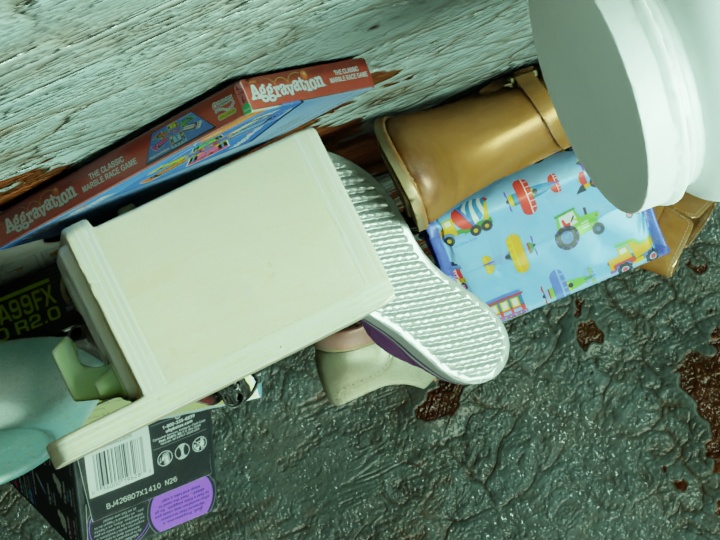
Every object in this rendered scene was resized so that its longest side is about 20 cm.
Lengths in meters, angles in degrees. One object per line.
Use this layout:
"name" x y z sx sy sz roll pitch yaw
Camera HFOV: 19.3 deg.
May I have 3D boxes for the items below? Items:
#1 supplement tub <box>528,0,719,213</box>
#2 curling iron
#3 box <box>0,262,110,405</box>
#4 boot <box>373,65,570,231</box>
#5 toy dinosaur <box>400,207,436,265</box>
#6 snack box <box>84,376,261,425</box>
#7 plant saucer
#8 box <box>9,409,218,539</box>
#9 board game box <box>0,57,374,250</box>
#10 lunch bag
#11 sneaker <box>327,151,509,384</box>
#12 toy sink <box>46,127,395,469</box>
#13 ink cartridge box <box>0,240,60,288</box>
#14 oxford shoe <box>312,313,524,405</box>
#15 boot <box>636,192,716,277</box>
"supplement tub" 0.190 -0.116 0.945 0.200 0.145 0.145 -21 176 -10
"curling iron" -0.121 0.054 1.304 0.050 0.026 0.200 -49 151 11
"box" -0.175 0.042 1.312 0.200 0.044 0.160 -23 162 2
"boot" 0.098 -0.088 1.347 0.155 0.077 0.200 -21 179 14
"toy dinosaur" 0.011 -0.010 1.698 0.135 0.200 0.102 -2 144 4
"snack box" -0.177 0.058 1.455 0.200 0.116 0.037 -12 -138 4
"plant saucer" -0.238 0.101 1.275 0.201 0.039 0.201 -20 160 -7
"box" -0.211 0.117 1.641 0.122 0.106 0.200 -20 -147 -29
"board game box" -0.097 -0.059 1.101 0.200 0.019 0.103 -24 177 37
"lunch bag" 0.111 -0.059 1.504 0.150 0.094 0.200 -22 -154 0
"sneaker" 0.000 0.001 1.391 0.073 0.201 0.114 -46 -162 -12
"toy sink" -0.100 0.014 1.159 0.200 0.112 0.130 -26 178 -10
"ink cartridge box" -0.162 -0.019 1.304 0.162 0.050 0.200 -21 159 -7
"oxford shoe" 0.052 0.046 1.608 0.200 0.074 0.071 -15 -158 -22
"boot" 0.166 -0.032 1.599 0.200 0.155 0.074 -51 164 -29
